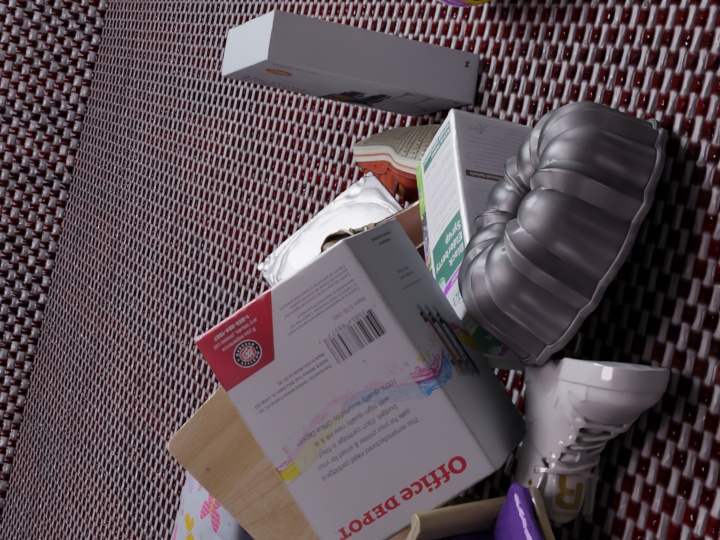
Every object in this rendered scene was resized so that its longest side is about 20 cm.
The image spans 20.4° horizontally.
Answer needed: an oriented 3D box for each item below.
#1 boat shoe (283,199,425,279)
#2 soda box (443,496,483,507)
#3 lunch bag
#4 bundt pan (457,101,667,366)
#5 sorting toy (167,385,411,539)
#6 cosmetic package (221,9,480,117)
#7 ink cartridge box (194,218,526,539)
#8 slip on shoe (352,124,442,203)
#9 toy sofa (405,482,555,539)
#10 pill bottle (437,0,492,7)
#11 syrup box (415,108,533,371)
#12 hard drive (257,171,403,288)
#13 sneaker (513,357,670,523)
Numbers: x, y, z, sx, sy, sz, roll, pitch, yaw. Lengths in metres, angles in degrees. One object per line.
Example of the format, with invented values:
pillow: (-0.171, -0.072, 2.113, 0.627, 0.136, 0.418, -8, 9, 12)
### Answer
boat shoe: (0.000, 0.000, 1.681, 0.200, 0.072, 0.076, -40, 43, -2)
soda box: (0.096, 0.268, 1.487, 0.200, 0.064, 0.068, -97, 26, -43)
lunch bag: (-0.121, 0.248, 2.031, 0.200, 0.127, 0.170, 41, 120, 57)
bundt pan: (0.135, -0.036, 1.436, 0.202, 0.076, 0.202, -60, 8, 15)
sorting toy: (-0.015, 0.142, 1.617, 0.200, 0.199, 0.070, -46, -16, -3)
cosmetic package: (-0.011, -0.187, 1.834, 0.151, 0.199, 0.052, 172, 107, -71)
ink cartridge box: (0.006, 0.088, 1.482, 0.145, 0.200, 0.145, -33, -3, 17)
slip on shoe: (0.056, -0.093, 1.819, 0.200, 0.074, 0.061, 9, 123, 65)
toy sofa: (0.102, 0.249, 1.361, 0.200, 0.083, 0.098, 66, 150, 30)
pill bottle: (0.102, -0.281, 1.711, 0.200, 0.104, 0.105, -178, 99, -71)
syrup box: (0.102, -0.025, 1.606, 0.079, 0.081, 0.201, 120, 155, -46)
hard drive: (0.005, 0.013, 1.749, 0.140, 0.038, 0.200, -39, 43, 2)
sneaker: (0.159, 0.120, 1.390, 0.200, 0.073, 0.116, 154, 124, -78)
